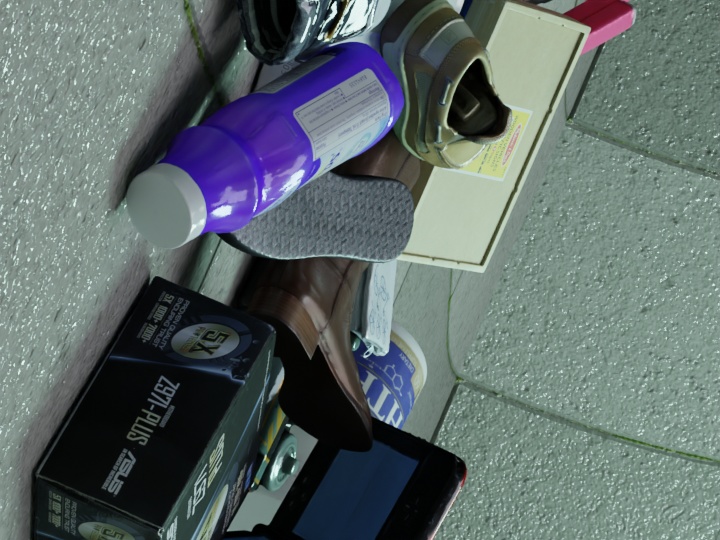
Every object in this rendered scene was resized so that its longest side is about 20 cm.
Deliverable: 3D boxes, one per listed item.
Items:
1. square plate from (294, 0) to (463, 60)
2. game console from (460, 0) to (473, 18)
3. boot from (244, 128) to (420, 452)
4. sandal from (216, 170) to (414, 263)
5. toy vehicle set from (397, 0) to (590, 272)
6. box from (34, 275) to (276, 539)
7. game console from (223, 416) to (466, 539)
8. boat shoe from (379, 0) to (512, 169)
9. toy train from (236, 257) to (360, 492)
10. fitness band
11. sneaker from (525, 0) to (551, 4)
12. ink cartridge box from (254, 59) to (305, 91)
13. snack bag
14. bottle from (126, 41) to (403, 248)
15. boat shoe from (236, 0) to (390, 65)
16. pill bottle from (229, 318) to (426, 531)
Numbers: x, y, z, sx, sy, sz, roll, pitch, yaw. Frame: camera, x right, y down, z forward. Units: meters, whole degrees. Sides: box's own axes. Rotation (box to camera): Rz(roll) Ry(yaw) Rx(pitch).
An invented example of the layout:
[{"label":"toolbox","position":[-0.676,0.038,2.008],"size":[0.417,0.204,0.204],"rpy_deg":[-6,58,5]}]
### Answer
[{"label":"square plate","position":[0.032,-0.226,1.663],"size":[0.198,0.028,0.200],"rpy_deg":[-5,110,-61]},{"label":"game console","position":[0.033,-0.224,1.910],"size":[0.171,0.118,0.200],"rpy_deg":[-33,172,-12]},{"label":"boot","position":[0.000,0.000,1.794],"size":[0.186,0.064,0.200],"rpy_deg":[67,39,-50]},{"label":"sandal","position":[-0.043,-0.040,1.671],"size":[0.200,0.043,0.076],"rpy_deg":[19,83,-51]},{"label":"toy vehicle set","position":[0.087,-0.097,1.899],"size":[0.124,0.027,0.200],"rpy_deg":[10,106,-56]},{"label":"box","position":[-0.131,0.131,1.651],"size":[0.200,0.086,0.164],"rpy_deg":[102,14,-54]},{"label":"game console","position":[-0.048,0.161,1.806],"size":[0.172,0.119,0.200],"rpy_deg":[-60,-154,-5]},{"label":"boat shoe","position":[0.063,-0.105,1.706],"size":[0.072,0.076,0.200],"rpy_deg":[-49,159,-6]},{"label":"toy train","position":[-0.069,0.074,1.944],"size":[0.200,0.085,0.114],"rpy_deg":[-64,159,-12]},{"label":"fitness band","position":[0.166,-0.230,1.959],"size":[0.200,0.037,0.144],"rpy_deg":[-30,139,-38]},{"label":"sneaker","position":[0.127,-0.278,1.960],"size":[0.079,0.095,0.200],"rpy_deg":[-121,-156,-47]},{"label":"ink cartridge box","position":[-0.029,-0.117,1.778],"size":[0.200,0.050,0.161],"rpy_deg":[-40,152,-68]},{"label":"snack bag","position":[0.018,-0.029,1.983],"size":[0.200,0.021,0.189],"rpy_deg":[58,36,-79]},{"label":"bottle","position":[-0.057,-0.071,1.543],"size":[0.084,0.065,0.200],"rpy_deg":[-34,180,42]},{"label":"boat shoe","position":[-0.019,-0.212,1.503],"size":[0.091,0.071,0.200],"rpy_deg":[-32,136,-44]},{"label":"pill bottle","position":[-0.035,0.134,2.164],"size":[0.120,0.120,0.200],"rpy_deg":[102,13,-53]}]
